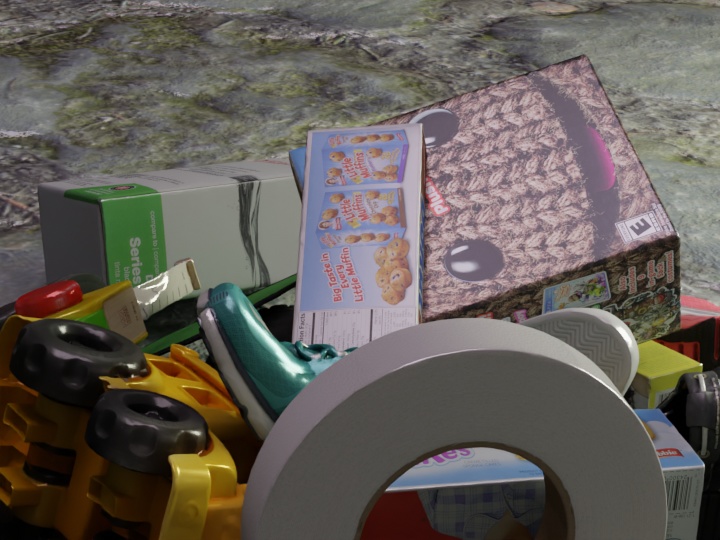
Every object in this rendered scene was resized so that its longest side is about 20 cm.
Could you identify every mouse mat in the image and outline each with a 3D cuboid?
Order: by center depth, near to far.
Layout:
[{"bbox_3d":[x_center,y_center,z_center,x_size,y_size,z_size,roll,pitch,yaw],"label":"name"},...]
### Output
[{"bbox_3d":[-0.100,0.035,1.232,0.160,0.008,0.200,-23,3,36],"label":"mouse mat"}]

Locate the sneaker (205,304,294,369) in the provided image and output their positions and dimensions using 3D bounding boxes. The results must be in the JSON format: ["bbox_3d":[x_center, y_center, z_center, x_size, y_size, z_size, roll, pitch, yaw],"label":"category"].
[{"bbox_3d":[-0.012,0.067,1.187,0.199,0.076,0.091,-14,36,-28],"label":"sneaker"}]

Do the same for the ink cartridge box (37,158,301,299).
[{"bbox_3d":[-0.120,-0.031,1.372,0.199,0.085,0.146,-8,9,-26],"label":"ink cartridge box"}]

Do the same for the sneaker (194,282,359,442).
[{"bbox_3d":[-0.005,0.066,0.959,0.200,0.080,0.078,40,16,-24],"label":"sneaker"}]

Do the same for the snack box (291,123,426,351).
[{"bbox_3d":[0.000,0.000,1.063,0.071,0.024,0.201,-3,54,9],"label":"snack box"}]

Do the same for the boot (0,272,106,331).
[{"bbox_3d":[-0.276,0.046,1.206,0.173,0.070,0.200,3,18,30],"label":"boot"}]

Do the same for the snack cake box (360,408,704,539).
[{"bbox_3d":[0.065,0.140,0.932,0.198,0.116,0.067,-2,23,-13],"label":"snack cake box"}]

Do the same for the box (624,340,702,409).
[{"bbox_3d":[0.131,0.063,1.205,0.050,0.076,0.200,-12,24,-33],"label":"box"}]

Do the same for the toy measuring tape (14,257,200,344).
[{"bbox_3d":[-0.169,0.032,1.158,0.073,0.074,0.200,9,18,18],"label":"toy measuring tape"}]

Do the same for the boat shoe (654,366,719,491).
[{"bbox_3d":[0.177,0.093,1.026,0.067,0.072,0.200,-5,-14,-12],"label":"boat shoe"}]

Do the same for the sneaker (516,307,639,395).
[{"bbox_3d":[0.095,0.074,1.040,0.074,0.200,0.115,55,36,10],"label":"sneaker"}]

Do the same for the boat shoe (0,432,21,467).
[{"bbox_3d":[-0.176,0.098,1.087,0.199,0.069,0.057,-15,26,-33],"label":"boat shoe"}]

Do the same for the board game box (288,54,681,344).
[{"bbox_3d":[0.076,-0.019,1.140,0.199,0.097,0.160,-19,53,-4],"label":"board game box"}]

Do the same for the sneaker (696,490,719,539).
[{"bbox_3d":[0.255,0.152,0.995,0.198,0.075,0.089,11,15,4],"label":"sneaker"}]

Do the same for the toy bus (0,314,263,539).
[{"bbox_3d":[-0.092,0.118,0.986,0.191,0.137,0.200,7,16,-37],"label":"toy bus"}]

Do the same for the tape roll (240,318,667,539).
[{"bbox_3d":[0.044,0.120,0.860,0.201,0.204,0.037,-3,23,-13],"label":"tape roll"}]

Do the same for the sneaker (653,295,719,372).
[{"bbox_3d":[0.242,0.048,1.256,0.199,0.074,0.087,18,24,37],"label":"sneaker"}]
